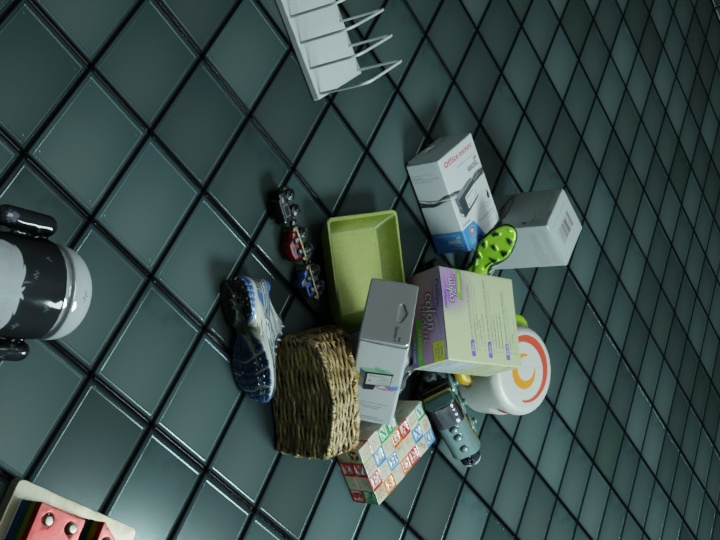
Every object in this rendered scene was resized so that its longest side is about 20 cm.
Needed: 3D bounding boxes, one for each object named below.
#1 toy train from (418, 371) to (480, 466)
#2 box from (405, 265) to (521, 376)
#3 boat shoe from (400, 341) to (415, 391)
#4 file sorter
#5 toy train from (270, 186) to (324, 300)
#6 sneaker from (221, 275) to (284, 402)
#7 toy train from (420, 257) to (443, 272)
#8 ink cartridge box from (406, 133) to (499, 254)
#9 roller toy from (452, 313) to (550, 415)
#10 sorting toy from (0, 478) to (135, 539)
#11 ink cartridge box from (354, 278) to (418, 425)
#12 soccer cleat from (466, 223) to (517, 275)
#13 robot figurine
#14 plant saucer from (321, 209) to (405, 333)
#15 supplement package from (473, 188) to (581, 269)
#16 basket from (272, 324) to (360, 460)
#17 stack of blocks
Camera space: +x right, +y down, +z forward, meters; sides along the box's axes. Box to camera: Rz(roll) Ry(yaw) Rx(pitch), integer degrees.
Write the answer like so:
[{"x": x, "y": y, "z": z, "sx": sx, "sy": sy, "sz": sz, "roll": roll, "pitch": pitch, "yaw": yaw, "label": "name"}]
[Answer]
[{"x": 0.175, "y": 0.288, "z": 1.780, "sx": 0.114, "sy": 0.085, "sz": 0.201, "roll": -103, "pitch": 168, "yaw": -61, "label": "toy train"}, {"x": 0.195, "y": 0.100, "z": 1.742, "sx": 0.199, "sy": 0.096, "sz": 0.177, "roll": 10, "pitch": 68, "yaw": -39, "label": "box"}, {"x": 0.057, "y": 0.197, "z": 1.694, "sx": 0.200, "sy": 0.070, "sz": 0.067, "roll": -48, "pitch": 121, "yaw": -50, "label": "boat shoe"}, {"x": -0.033, "y": -0.422, "z": 1.591, "sx": 0.139, "sy": 0.124, "sz": 0.201, "roll": -42, "pitch": 118, "yaw": -44, "label": "file sorter"}, {"x": -0.106, "y": -0.040, "z": 1.528, "sx": 0.046, "sy": 0.034, "sz": 0.201, "roll": -29, "pitch": 108, "yaw": -39, "label": "toy train"}, {"x": -0.151, "y": 0.104, "z": 1.440, "sx": 0.085, "sy": 0.077, "sz": 0.202, "roll": -14, "pitch": 98, "yaw": -54, "label": "sneaker"}, {"x": 0.108, "y": 0.055, "z": 1.781, "sx": 0.034, "sy": 0.046, "sz": 0.201, "roll": 43, "pitch": 52, "yaw": -20, "label": "toy train"}, {"x": 0.189, "y": -0.156, "z": 1.865, "sx": 0.145, "sy": 0.084, "sz": 0.201, "roll": -42, "pitch": 118, "yaw": -43, "label": "ink cartridge box"}, {"x": 0.287, "y": 0.207, "z": 1.910, "sx": 0.200, "sy": 0.139, "sz": 0.183, "roll": -41, "pitch": 111, "yaw": -35, "label": "roller toy"}, {"x": -0.375, "y": 0.389, "z": 1.144, "sx": 0.199, "sy": 0.069, "sz": 0.201, "roll": 41, "pitch": 56, "yaw": -41, "label": "sorting toy"}, {"x": 0.035, "y": 0.135, "z": 1.536, "sx": 0.145, "sy": 0.083, "sz": 0.201, "roll": -78, "pitch": 178, "yaw": -46, "label": "ink cartridge box"}, {"x": 0.262, "y": -0.032, "z": 1.892, "sx": 0.067, "sy": 0.201, "sz": 0.081, "roll": 28, "pitch": 42, "yaw": 0, "label": "soccer cleat"}, {"x": -0.417, "y": 0.017, "z": 1.090, "sx": 0.199, "sy": 0.150, "sz": 0.125, "roll": 13, "pitch": 40, "yaw": -49, "label": "robot figurine"}, {"x": 0.000, "y": 0.000, "z": 1.651, "sx": 0.199, "sy": 0.048, "sz": 0.201, "roll": -12, "pitch": 96, "yaw": -51, "label": "plant saucer"}, {"x": 0.344, "y": -0.085, "z": 1.957, "sx": 0.118, "sy": 0.199, "sz": 0.117, "roll": 55, "pitch": 49, "yaw": -32, "label": "supplement package"}, {"x": -0.048, "y": 0.193, "z": 1.501, "sx": 0.148, "sy": 0.142, "sz": 0.202, "roll": -7, "pitch": 92, "yaw": -50, "label": "basket"}, {"x": 0.047, "y": 0.313, "z": 1.671, "sx": 0.200, "sy": 0.058, "sz": 0.116, "roll": -38, "pitch": 115, "yaw": -45, "label": "stack of blocks"}]
